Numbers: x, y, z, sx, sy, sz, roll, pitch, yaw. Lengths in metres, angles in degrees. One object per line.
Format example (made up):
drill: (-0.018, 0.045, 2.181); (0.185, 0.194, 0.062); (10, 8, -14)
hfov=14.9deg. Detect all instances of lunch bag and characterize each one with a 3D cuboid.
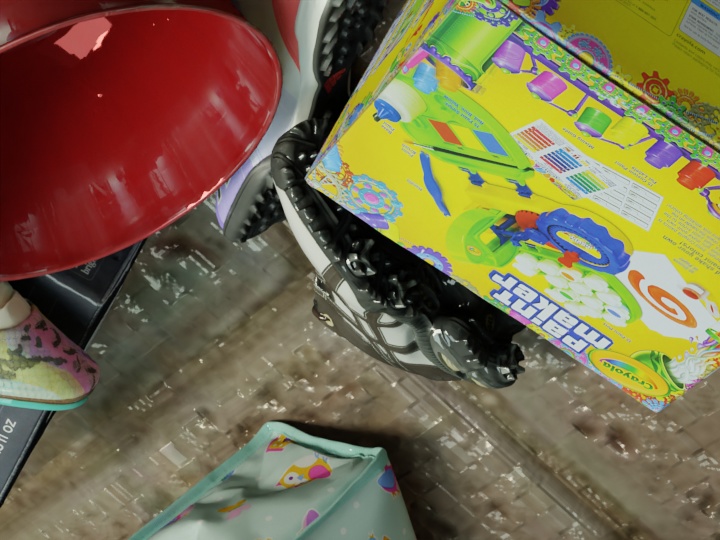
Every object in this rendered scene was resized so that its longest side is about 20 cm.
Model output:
lunch bag: (-0.054, 0.206, 1.461); (0.121, 0.200, 0.171); (9, 127, 40)

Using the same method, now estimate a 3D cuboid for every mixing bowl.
mixing bowl: (-0.147, -0.095, 1.264); (0.199, 0.109, 0.201); (-21, 152, -11)

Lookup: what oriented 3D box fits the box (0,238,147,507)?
box: (-0.229, -0.004, 1.432); (0.199, 0.118, 0.197); (29, 133, -3)

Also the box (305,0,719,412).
box: (0.114, -0.067, 1.211); (0.199, 0.122, 0.193); (33, 147, -8)

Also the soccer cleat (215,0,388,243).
soccer cleat: (-0.042, -0.097, 1.326); (0.073, 0.068, 0.201); (40, 139, 18)

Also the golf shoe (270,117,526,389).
golf shoe: (0.000, 0.000, 1.351); (0.094, 0.078, 0.200); (-4, 144, 37)

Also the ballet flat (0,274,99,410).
ballet flat: (-0.221, 0.015, 1.329); (0.199, 0.069, 0.072); (12, 111, 12)
